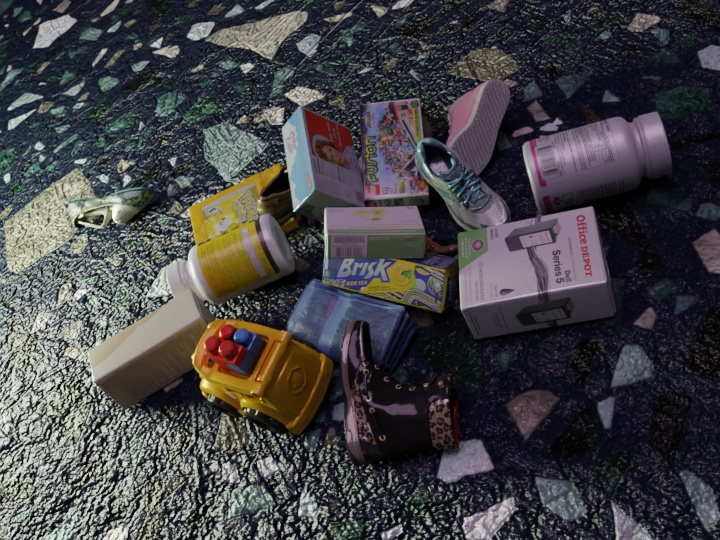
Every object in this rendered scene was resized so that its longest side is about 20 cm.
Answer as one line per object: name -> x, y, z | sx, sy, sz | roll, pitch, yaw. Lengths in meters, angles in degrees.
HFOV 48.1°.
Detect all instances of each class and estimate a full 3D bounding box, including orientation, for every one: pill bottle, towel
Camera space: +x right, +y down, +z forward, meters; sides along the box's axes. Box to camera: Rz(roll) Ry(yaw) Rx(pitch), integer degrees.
pill bottle -> -0.222, -0.009, 1.369 | 0.200, 0.111, 0.111 | -24, 45, 6
pill bottle -> 0.354, -0.165, 1.214 | 0.200, 0.113, 0.113 | -14, 47, 15
towel -> -0.021, 0.085, 1.222 | 0.200, 0.049, 0.112 | 17, 73, 35

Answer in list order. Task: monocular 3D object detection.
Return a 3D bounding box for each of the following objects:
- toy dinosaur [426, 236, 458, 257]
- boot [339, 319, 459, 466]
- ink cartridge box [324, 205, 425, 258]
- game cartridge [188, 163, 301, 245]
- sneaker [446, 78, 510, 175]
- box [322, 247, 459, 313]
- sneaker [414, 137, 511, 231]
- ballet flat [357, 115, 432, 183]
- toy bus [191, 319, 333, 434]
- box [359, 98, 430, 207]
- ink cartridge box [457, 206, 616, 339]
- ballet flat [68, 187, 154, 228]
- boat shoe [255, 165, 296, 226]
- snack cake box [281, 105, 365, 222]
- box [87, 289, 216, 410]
toy dinosaur -> 0.091, -0.040, 1.293 | 0.106, 0.060, 0.200 | -27, 32, -19
boot -> 0.052, 0.158, 1.093 | 0.150, 0.073, 0.200 | -9, 68, 17
ink cartridge box -> 0.016, -0.078, 1.244 | 0.145, 0.048, 0.200 | -1, 28, -4
game cartridge -> -0.217, -0.103, 1.504 | 0.200, 0.032, 0.176 | -27, 45, 4
sneaker -> 0.183, -0.232, 1.396 | 0.200, 0.075, 0.105 | -65, 20, -7
box -> 0.044, 0.002, 1.216 | 0.200, 0.070, 0.064 | 14, 21, 25
sneaker -> 0.154, -0.132, 1.271 | 0.078, 0.086, 0.200 | -45, 72, 0
ballet flat -> 0.041, -0.213, 1.448 | 0.200, 0.062, 0.067 | -39, 45, -9
toy bus -> -0.171, 0.132, 1.160 | 0.200, 0.192, 0.136 | 10, 66, 35
box -> 0.057, -0.200, 1.382 | 0.110, 0.035, 0.200 | -6, 63, 4
ink cartridge box -> 0.246, 0.004, 1.142 | 0.200, 0.084, 0.146 | -12, 48, 17
ballet flat -> -0.510, -0.121, 1.654 | 0.200, 0.074, 0.074 | -8, 49, 23
boat shoe -> -0.112, -0.156, 1.445 | 0.072, 0.068, 0.200 | 19, 48, 22
snack cake box -> -0.065, -0.179, 1.406 | 0.067, 0.115, 0.200 | -43, 44, 37
box -> -0.330, 0.129, 1.318 | 0.200, 0.095, 0.078 | -31, 44, -3
